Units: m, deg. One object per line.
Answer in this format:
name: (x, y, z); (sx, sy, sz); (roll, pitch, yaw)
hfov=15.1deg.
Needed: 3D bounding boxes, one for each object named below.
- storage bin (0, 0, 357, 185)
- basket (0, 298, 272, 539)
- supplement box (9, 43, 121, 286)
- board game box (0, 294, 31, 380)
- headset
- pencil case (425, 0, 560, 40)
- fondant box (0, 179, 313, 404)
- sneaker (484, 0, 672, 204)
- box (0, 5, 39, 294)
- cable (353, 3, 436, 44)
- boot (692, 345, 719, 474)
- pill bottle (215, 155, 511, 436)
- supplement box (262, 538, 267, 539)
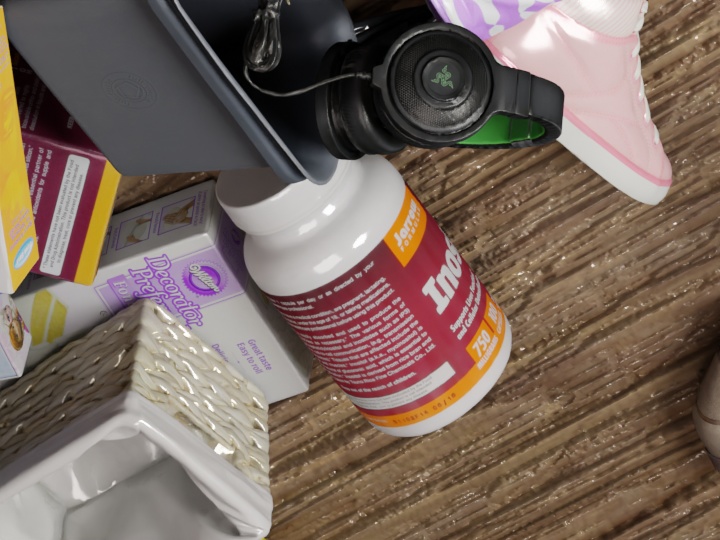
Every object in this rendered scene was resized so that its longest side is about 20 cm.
storage bin: (-0.106, -0.144, 1.519); (0.134, 0.146, 0.200); (-7, 142, 26)
basket: (-0.163, 0.130, 1.733); (0.200, 0.124, 0.135); (-32, 121, 28)
supplement box: (-0.244, -0.078, 1.669); (0.199, 0.086, 0.111); (15, 131, -6)
board game box: (-0.329, -0.002, 1.658); (0.198, 0.041, 0.201); (-10, 128, 15)
headset: (0.021, -0.111, 1.486); (0.199, 0.095, 0.123); (10, 170, -36)
pencil case: (0.115, -0.201, 1.497); (0.199, 0.084, 0.086); (-33, 158, 4)
fondant box: (-0.150, 0.040, 1.775); (0.199, 0.058, 0.145); (-20, 125, 19)
sneaker: (0.146, -0.120, 1.604); (0.105, 0.075, 0.200); (-49, 132, 6)
box: (-0.248, -0.067, 1.525); (0.118, 0.042, 0.201); (13, 133, 18)
cable: (0.012, -0.196, 1.580); (0.200, 0.051, 0.163); (-36, 110, 25)
boot: (0.315, 0.080, 1.763); (0.199, 0.070, 0.147); (-1, 135, 8)
pill bottle: (0.000, 0.000, 1.692); (0.113, 0.113, 0.200); (-24, 123, 23)
supplement box: (-0.116, 0.243, 1.903); (0.200, 0.109, 0.109); (35, 124, -21)
